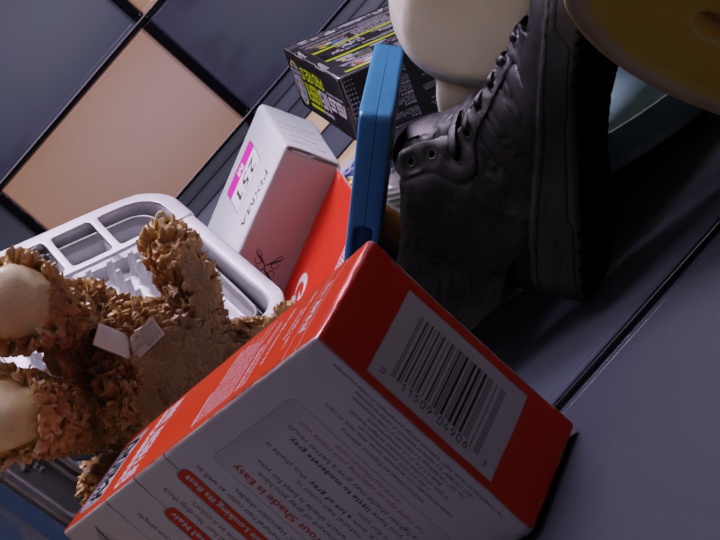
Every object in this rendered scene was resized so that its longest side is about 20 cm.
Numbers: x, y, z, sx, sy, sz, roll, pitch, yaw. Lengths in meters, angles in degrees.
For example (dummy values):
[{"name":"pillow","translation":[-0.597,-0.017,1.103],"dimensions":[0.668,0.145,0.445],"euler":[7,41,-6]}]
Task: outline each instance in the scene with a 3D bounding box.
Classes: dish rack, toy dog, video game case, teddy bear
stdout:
[{"name":"dish rack","translation":[-0.151,0.032,0.958],"dimensions":[0.171,0.044,0.200],"euler":[-25,34,-21]},{"name":"toy dog","translation":[0.095,-0.168,0.790],"dimensions":[0.139,0.195,0.200],"euler":[1,20,25]},{"name":"video game case","translation":[0.000,0.000,0.804],"dimensions":[0.143,0.018,0.201],"euler":[-79,-4,-70]},{"name":"teddy bear","translation":[-0.110,0.049,0.778],"dimensions":[0.199,0.146,0.067],"euler":[-14,-1,-43]}]

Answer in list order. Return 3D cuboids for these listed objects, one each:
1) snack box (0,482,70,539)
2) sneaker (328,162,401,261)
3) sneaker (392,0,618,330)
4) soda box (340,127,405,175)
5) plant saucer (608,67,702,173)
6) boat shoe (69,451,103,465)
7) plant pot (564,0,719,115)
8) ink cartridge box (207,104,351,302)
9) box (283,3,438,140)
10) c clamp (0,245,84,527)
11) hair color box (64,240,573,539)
[{"name":"snack box","translation":[-0.199,0.163,0.931],"dimensions":[0.200,0.168,0.068],"euler":[-31,23,56]},{"name":"sneaker","translation":[0.051,-0.051,0.967],"dimensions":[0.088,0.075,0.200],"euler":[-45,18,-24]},{"name":"sneaker","translation":[0.056,-0.055,0.694],"dimensions":[0.104,0.201,0.060],"euler":[11,27,28]},{"name":"soda box","translation":[0.016,-0.049,1.079],"dimensions":[0.200,0.063,0.068],"euler":[-46,12,17]},{"name":"plant saucer","translation":[0.119,-0.088,0.804],"dimensions":[0.200,0.027,0.200],"euler":[-32,17,11]},{"name":"boat shoe","translation":[-0.099,0.105,0.925],"dimensions":[0.200,0.061,0.074],"euler":[-22,0,44]},{"name":"plant pot","translation":[0.166,-0.164,0.590],"dimensions":[0.190,0.200,0.201],"euler":[-66,14,-11]},{"name":"ink cartridge box","translation":[-0.068,0.016,0.996],"dimensions":[0.201,0.043,0.174],"euler":[-66,20,15]},{"name":"box","translation":[0.063,-0.149,1.008],"dimensions":[0.199,0.044,0.160],"euler":[-24,19,-8]},{"name":"c clamp","translation":[-0.137,0.053,0.855],"dimensions":[0.171,0.199,0.027],"euler":[-59,-7,-29]},{"name":"hair color box","translation":[-0.023,0.086,0.654],"dimensions":[0.200,0.111,0.064],"euler":[-38,14,42]}]
